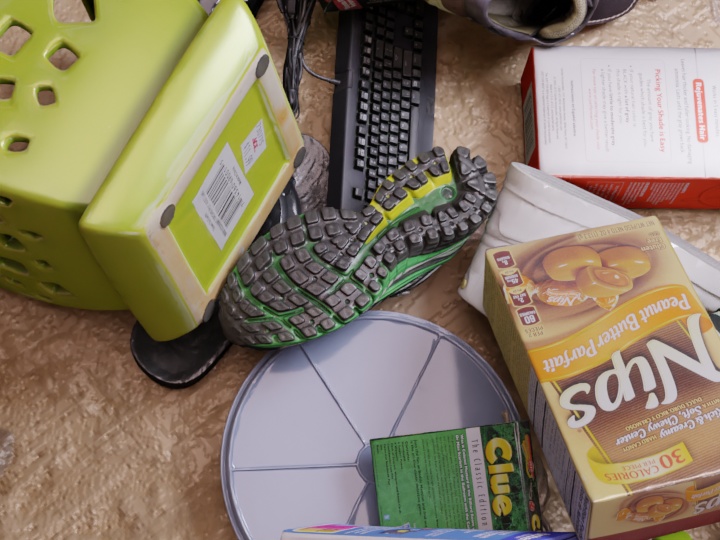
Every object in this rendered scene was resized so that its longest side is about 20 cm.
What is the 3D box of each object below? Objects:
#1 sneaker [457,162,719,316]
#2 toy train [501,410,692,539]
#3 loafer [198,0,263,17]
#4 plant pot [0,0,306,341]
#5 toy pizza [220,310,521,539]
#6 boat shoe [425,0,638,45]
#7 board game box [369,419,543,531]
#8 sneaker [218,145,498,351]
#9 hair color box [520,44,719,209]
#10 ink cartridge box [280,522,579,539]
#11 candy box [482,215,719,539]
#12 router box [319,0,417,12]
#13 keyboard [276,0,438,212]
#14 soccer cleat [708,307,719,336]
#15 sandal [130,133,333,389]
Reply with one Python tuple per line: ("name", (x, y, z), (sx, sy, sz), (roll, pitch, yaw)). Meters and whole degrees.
("sneaker", (0.160, 0.017, 1.194), (0.199, 0.074, 0.116), (23, 101, -18))
("toy train", (0.158, 0.180, 1.116), (0.115, 0.085, 0.201), (-5, 80, -18))
("loafer", (-0.080, -0.229, 1.253), (0.070, 0.068, 0.201), (33, 71, 8))
("plant pot", (-0.153, -0.081, 1.107), (0.181, 0.200, 0.200), (24, 72, 18))
("toy pizza", (0.009, 0.126, 1.151), (0.199, 0.032, 0.202), (2, 76, -7))
("boat shoe", (0.127, -0.184, 1.214), (0.199, 0.072, 0.065), (-2, 40, -45))
("board game box", (0.065, 0.196, 1.083), (0.104, 0.023, 0.201), (-9, 84, 31))
("sneaker", (0.000, 0.000, 1.151), (0.199, 0.085, 0.078), (-27, 69, -19))
("hair color box", (0.214, -0.098, 1.237), (0.199, 0.061, 0.102), (1, 70, -3))
("ink cartridge box", (0.056, 0.218, 1.032), (0.199, 0.076, 0.137), (-2, 88, 31))
("candy box", (0.155, 0.063, 1.064), (0.115, 0.055, 0.201), (-12, 47, -9))
("router box", (0.040, -0.266, 1.239), (0.199, 0.062, 0.151), (-12, 75, -34))
("keyboard", (-0.002, -0.127, 1.228), (0.126, 0.021, 0.201), (12, 67, -24))
("soccer cleat", (0.225, 0.057, 1.147), (0.068, 0.199, 0.081), (60, 38, -17))
("sandal", (-0.076, -0.009, 1.187), (0.075, 0.048, 0.201), (32, 71, 6))
